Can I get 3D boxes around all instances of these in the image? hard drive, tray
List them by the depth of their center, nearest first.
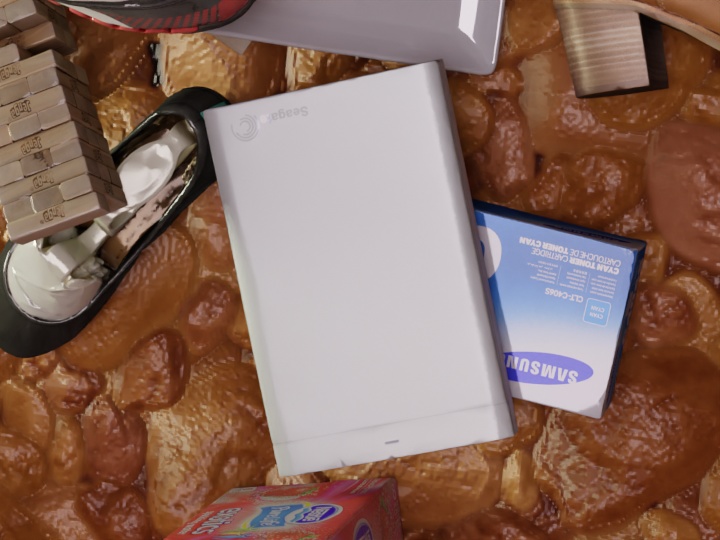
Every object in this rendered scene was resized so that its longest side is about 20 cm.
[{"bbox_3d":[-0.017,-0.170,1.223,0.199,0.022,0.108,7,94,-15],"label":"tray"},{"bbox_3d":[0.000,0.000,1.229,0.131,0.026,0.201,-11,94,14],"label":"hard drive"}]

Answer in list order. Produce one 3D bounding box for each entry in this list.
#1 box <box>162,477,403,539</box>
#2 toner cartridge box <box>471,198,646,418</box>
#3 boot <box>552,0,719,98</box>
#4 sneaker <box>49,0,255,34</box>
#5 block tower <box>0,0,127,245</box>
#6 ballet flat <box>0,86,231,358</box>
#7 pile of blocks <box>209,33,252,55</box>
[{"bbox_3d":[-0.042,0.175,1.212,0.102,0.200,0.095,-5,95,14],"label":"box"},{"bbox_3d":[0.047,0.008,1.254,0.199,0.043,0.096,13,100,11],"label":"toner cartridge box"},{"bbox_3d":[0.191,-0.177,1.189,0.199,0.074,0.156,-6,90,11],"label":"boot"},{"bbox_3d":[-0.145,-0.165,1.139,0.199,0.098,0.071,17,92,-5],"label":"sneaker"},{"bbox_3d":[-0.182,-0.114,1.235,0.054,0.058,0.201,-20,78,11],"label":"block tower"},{"bbox_3d":[-0.148,-0.027,1.282,0.068,0.068,0.200,43,104,3],"label":"ballet flat"},{"bbox_3d":[-0.120,-0.202,1.250,0.200,0.082,0.062,39,103,7],"label":"pile of blocks"}]
